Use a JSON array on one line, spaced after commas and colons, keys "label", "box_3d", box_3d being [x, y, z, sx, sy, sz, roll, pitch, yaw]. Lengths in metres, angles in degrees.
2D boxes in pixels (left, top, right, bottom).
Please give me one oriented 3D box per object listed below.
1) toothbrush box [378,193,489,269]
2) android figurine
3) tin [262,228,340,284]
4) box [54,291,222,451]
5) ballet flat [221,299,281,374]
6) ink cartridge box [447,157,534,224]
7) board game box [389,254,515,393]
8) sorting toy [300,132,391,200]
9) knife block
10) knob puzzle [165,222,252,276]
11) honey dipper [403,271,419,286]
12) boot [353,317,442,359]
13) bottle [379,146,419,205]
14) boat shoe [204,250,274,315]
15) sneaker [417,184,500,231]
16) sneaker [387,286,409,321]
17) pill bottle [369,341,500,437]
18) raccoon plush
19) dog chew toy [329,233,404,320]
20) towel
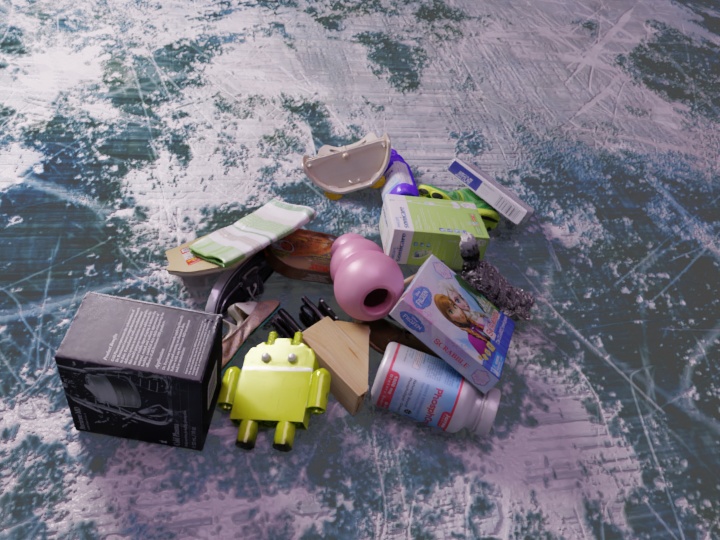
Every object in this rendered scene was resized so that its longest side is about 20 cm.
[{"label": "toothbrush box", "box_3d": [0.148, -0.081, 1.345, 0.199, 0.086, 0.146, 6, 34, -10]}, {"label": "android figurine", "box_3d": [-0.135, 0.186, 1.039, 0.181, 0.041, 0.201, 1, 55, 14]}, {"label": "tin", "box_3d": [-0.093, -0.027, 1.252, 0.199, 0.042, 0.112, 10, 39, -30]}, {"label": "box", "box_3d": [-0.312, 0.151, 0.952, 0.196, 0.201, 0.124, 11, 46, -2]}, {"label": "ballet flat", "box_3d": [-0.211, 0.097, 1.112, 0.067, 0.068, 0.200, 48, 47, -10]}, {"label": "ink cartridge box", "box_3d": [0.299, -0.177, 1.469, 0.199, 0.041, 0.200, 40, 17, 13]}, {"label": "board game box", "box_3d": [0.163, 0.082, 1.101, 0.199, 0.041, 0.200, 39, 30, 1]}, {"label": "sorting toy", "box_3d": [-0.025, -0.259, 1.474, 0.199, 0.107, 0.180, -14, 34, 6]}, {"label": "knife block", "box_3d": [-0.074, 0.138, 1.118, 0.175, 0.064, 0.201, 7, 47, -6]}, {"label": "knob puzzle", "box_3d": [-0.254, -0.029, 1.185, 0.218, 0.031, 0.220, -14, 24, 6]}, {"label": "honey dipper", "box_3d": [0.090, 0.025, 1.287, 0.200, 0.038, 0.038, -27, 58, -38]}, {"label": "boot", "box_3d": [0.078, 0.121, 1.162, 0.199, 0.076, 0.074, 31, 46, 17]}, {"label": "bottle", "box_3d": [0.077, -0.208, 1.463, 0.065, 0.084, 0.201, 17, 38, -26]}, {"label": "boat shoe", "box_3d": [-0.210, 0.026, 1.190, 0.068, 0.072, 0.200, 22, 39, 10]}, {"label": "sneaker", "box_3d": [0.213, -0.144, 1.451, 0.199, 0.074, 0.084, 19, 37, -11]}, {"label": "sneaker", "box_3d": [0.124, 0.056, 1.215, 0.200, 0.074, 0.082, -30, 86, -49]}, {"label": "pill bottle", "box_3d": [0.123, 0.201, 1.074, 0.199, 0.109, 0.109, 20, 46, 6]}, {"label": "raccoon plush", "box_3d": [0.256, 0.026, 1.219, 0.133, 0.200, 0.097, 11, 60, 25]}, {"label": "dog chew toy", "box_3d": [0.000, 0.000, 1.169, 0.124, 0.125, 0.200, -5, 33, -18]}, {"label": "towel", "box_3d": [-0.195, -0.072, 1.167, 0.200, 0.031, 0.149, -32, 28, -30]}]
